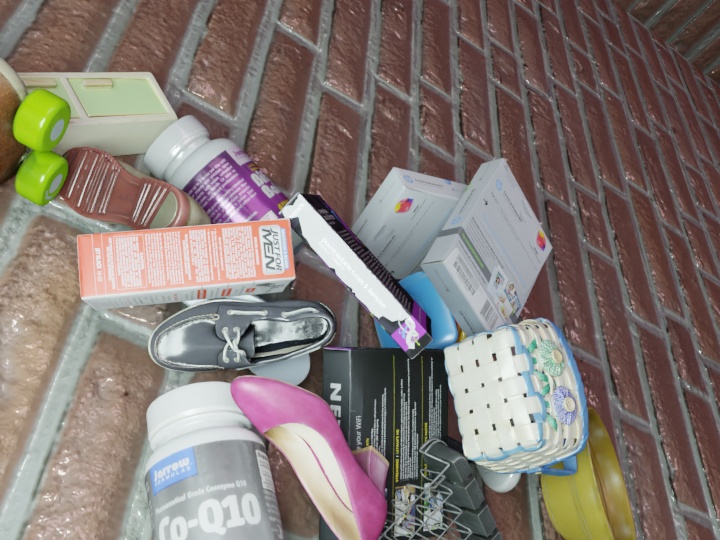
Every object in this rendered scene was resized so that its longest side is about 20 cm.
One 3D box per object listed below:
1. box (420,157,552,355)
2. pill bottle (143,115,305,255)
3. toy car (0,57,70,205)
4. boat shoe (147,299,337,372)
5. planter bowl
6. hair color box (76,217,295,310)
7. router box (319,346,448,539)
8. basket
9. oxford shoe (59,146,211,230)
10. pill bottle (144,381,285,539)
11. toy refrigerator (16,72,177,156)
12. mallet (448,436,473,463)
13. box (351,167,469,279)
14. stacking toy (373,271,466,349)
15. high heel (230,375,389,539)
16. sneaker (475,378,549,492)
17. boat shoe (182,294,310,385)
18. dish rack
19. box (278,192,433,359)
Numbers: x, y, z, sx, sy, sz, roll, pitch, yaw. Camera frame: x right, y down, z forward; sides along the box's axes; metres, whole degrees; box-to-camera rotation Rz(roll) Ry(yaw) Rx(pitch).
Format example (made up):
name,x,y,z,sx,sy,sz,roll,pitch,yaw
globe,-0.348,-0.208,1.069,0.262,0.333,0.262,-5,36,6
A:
name,x,y,z,sx,sy,sz,roll,pitch,yaw
box,0.167,-0.019,1.017,0.157,0.041,0.201,54,51,-26
pill bottle,-0.157,-0.082,0.940,0.200,0.112,0.112,46,38,-1
toy car,-0.389,-0.095,0.723,0.162,0.158,0.202,28,52,-3
boat shoe,-0.119,0.065,0.821,0.196,0.063,0.074,-6,92,-11
planter bowl,0.284,0.285,1.026,0.201,0.082,0.203,47,33,-44
hair color box,-0.170,-0.005,0.792,0.196,0.111,0.065,-4,83,-13
router box,0.028,0.184,0.855,0.147,0.051,0.204,6,83,-40
basket,0.186,0.146,0.899,0.199,0.137,0.179,16,57,-58
oxford shoe,-0.247,-0.075,0.856,0.198,0.071,0.075,26,1,27
pill bottle,-0.130,0.210,0.707,0.112,0.114,0.202,8,51,-38
toy refrigerator,-0.315,-0.179,0.914,0.198,0.070,0.077,-16,68,-48
mallet,0.064,0.197,0.965,0.199,0.066,0.041,40,15,-32
box,0.086,-0.053,1.092,0.198,0.157,0.042,6,44,-39
stacking toy,0.120,0.081,1.078,0.198,0.115,0.111,17,48,-47
high heel,-0.049,0.178,0.722,0.200,0.067,0.097,45,40,-31
sneaker,0.207,0.219,1.027,0.118,0.074,0.202,37,29,-18
boat shoe,-0.136,0.050,0.889,0.199,0.070,0.066,37,3,-5
dish rack,0.060,0.290,0.810,0.199,0.054,0.155,-38,112,-30
box,0.000,0.000,0.859,0.201,0.036,0.143,49,6,0
